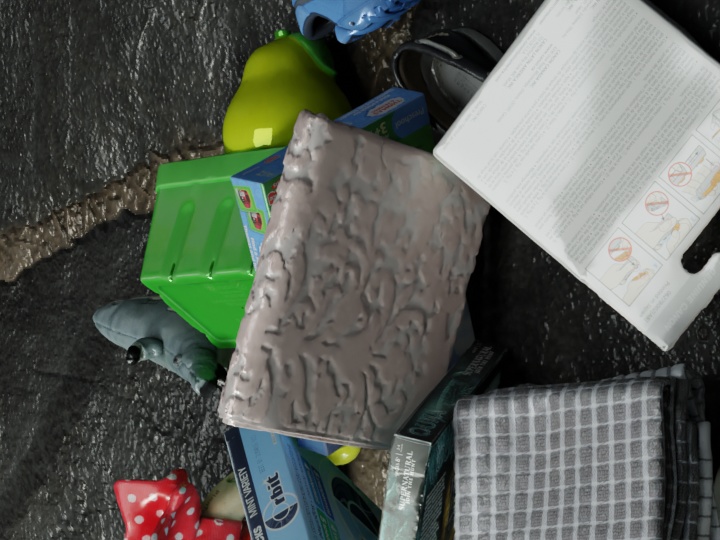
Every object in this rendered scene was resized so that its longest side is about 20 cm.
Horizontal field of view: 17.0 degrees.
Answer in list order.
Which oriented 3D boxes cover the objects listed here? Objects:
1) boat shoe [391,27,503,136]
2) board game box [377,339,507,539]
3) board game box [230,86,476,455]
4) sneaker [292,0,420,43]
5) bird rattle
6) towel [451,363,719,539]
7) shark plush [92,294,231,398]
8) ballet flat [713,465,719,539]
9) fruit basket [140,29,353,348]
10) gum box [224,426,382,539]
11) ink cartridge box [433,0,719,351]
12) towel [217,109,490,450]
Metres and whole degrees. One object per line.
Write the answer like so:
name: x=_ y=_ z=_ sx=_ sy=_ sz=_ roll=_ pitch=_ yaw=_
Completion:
boat shoe: x=0.098 y=-0.093 z=1.587 sx=0.200 sy=0.060 sz=0.074 roll=47 pitch=129 yaw=30
board game box: x=0.052 y=0.139 z=1.592 sx=0.028 sy=0.200 sz=0.136 roll=12 pitch=109 yaw=14
board game box: x=0.000 y=0.000 z=1.606 sx=0.037 sy=0.151 sz=0.201 roll=15 pitch=126 yaw=45
sneaker: x=0.023 y=-0.195 z=1.634 sx=0.200 sy=0.066 sz=0.079 roll=-2 pitch=85 yaw=52
bird rattle: x=-0.076 y=0.192 z=1.747 sx=0.112 sy=0.200 sz=0.163 roll=4 pitch=126 yaw=47
towel: x=0.137 y=0.161 z=1.482 sx=0.165 sy=0.085 sz=0.201 roll=-11 pitch=75 yaw=42
shark plush: x=-0.142 y=0.068 z=1.817 sx=0.200 sy=0.083 sz=0.091 roll=-122 pitch=35 yaw=-57
ballet flat: x=0.242 y=0.201 z=1.468 sx=0.069 sy=0.069 sz=0.201 roll=12 pitch=92 yaw=45
fruit basket: x=-0.047 y=-0.058 z=1.720 sx=0.215 sy=0.155 sz=0.216 roll=-30 pitch=37 yaw=25
gum box: x=-0.006 y=0.208 z=1.628 sx=0.044 sy=0.200 sz=0.170 roll=-32 pitch=40 yaw=12
ink cartridge box: x=0.168 y=-0.074 z=1.503 sx=0.200 sy=0.050 sz=0.161 roll=41 pitch=104 yaw=12
towel: x=-0.001 y=0.013 z=1.554 sx=0.032 sy=0.191 sz=0.201 roll=14 pitch=90 yaw=41
